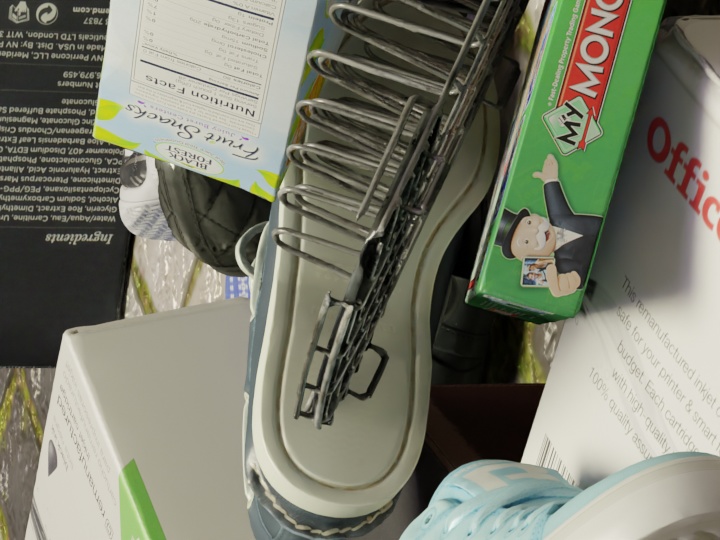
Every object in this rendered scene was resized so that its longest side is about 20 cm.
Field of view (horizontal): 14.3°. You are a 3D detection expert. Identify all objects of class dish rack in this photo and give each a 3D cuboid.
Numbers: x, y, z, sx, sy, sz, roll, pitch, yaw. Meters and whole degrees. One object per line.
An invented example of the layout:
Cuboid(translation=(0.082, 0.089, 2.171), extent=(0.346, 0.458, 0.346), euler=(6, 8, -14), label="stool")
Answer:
Cuboid(translation=(0.014, -0.057, 0.827), extent=(0.153, 0.055, 0.200), euler=(102, -169, -64), label="dish rack")

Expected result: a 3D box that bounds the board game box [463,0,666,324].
Cuboid(translation=(0.062, -0.052, 0.833), extent=(0.200, 0.029, 0.135), euler=(68, -143, -88), label="board game box")

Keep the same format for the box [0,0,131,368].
Cuboid(translation=(-0.193, -0.078, 1.433), extent=(0.197, 0.117, 0.200), euler=(-137, 51, -59), label="box")

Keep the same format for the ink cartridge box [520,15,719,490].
Cuboid(translation=(0.116, 0.050, 0.777), extent=(0.146, 0.085, 0.200), euler=(-122, 38, -50), label="ink cartridge box")

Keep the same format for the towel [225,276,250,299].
Cuboid(translation=(-0.020, 0.052, 1.154), extent=(0.200, 0.024, 0.145), euler=(-178, 90, -66), label="towel")

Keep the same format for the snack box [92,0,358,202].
Cuboid(translation=(-0.015, -0.144, 0.833), extent=(0.200, 0.068, 0.169), euler=(104, -173, -58), label="snack box")

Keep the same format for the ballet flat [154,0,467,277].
Cuboid(translation=(-0.009, -0.082, 0.997), extent=(0.200, 0.066, 0.057), euler=(-62, -33, -34), label="ballet flat")

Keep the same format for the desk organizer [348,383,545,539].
Cuboid(translation=(0.033, 0.139, 0.968), extent=(0.072, 0.077, 0.200), euler=(-130, 46, -56), label="desk organizer")

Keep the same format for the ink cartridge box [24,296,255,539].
Cuboid(translation=(-0.070, 0.131, 1.142), extent=(0.200, 0.084, 0.146), euler=(107, 145, -49), label="ink cartridge box")

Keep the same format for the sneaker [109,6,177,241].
Cuboid(translation=(-0.054, -0.100, 1.171), extent=(0.200, 0.075, 0.115), euler=(133, 133, -55), label="sneaker")

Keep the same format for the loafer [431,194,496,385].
Cuboid(translation=(0.017, 0.017, 1.015), extent=(0.070, 0.068, 0.201), euler=(-15, 70, 43), label="loafer")

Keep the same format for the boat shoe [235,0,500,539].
Cuboid(translation=(0.000, 0.000, 0.919), extent=(0.062, 0.075, 0.200), euler=(123, 157, -56), label="boat shoe")

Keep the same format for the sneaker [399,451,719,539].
Cuboid(translation=(0.041, 0.080, 0.754), extent=(0.200, 0.074, 0.082), euler=(-51, 47, 53), label="sneaker")
